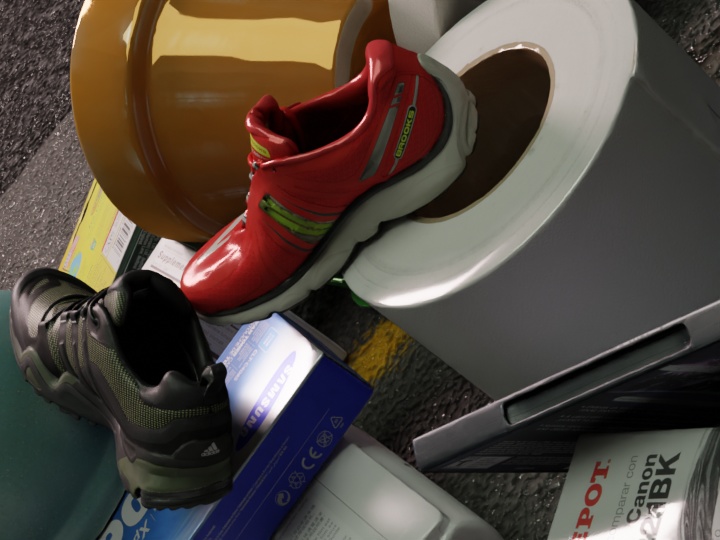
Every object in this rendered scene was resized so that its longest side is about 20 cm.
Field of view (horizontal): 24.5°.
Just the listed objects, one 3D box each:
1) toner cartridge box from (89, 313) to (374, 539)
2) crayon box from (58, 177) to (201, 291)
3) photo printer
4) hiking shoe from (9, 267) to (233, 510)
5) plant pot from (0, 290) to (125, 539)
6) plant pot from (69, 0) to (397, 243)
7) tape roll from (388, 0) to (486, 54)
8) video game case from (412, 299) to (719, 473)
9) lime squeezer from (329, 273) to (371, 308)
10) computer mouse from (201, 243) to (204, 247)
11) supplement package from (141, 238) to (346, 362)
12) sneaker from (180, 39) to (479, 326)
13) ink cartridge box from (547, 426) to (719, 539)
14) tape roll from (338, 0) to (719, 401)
[{"bbox_3d":[-0.082,0.120,0.907,0.201,0.043,0.095,-55,31,-1],"label":"toner cartridge box"},{"bbox_3d":[-0.167,-0.019,1.196,0.128,0.050,0.200,-66,22,6],"label":"crayon box"},{"bbox_3d":[-0.023,0.171,0.885,0.167,0.069,0.200,-56,29,-4],"label":"photo printer"},{"bbox_3d":[-0.122,0.036,0.878,0.200,0.075,0.102,38,124,40],"label":"hiking shoe"},{"bbox_3d":[-0.235,0.091,0.982,0.200,0.134,0.201,-37,32,28],"label":"plant pot"},{"bbox_3d":[-0.042,-0.114,1.006,0.182,0.200,0.202,4,61,40],"label":"plant pot"},{"bbox_3d":[0.090,-0.186,0.966,0.037,0.203,0.204,16,71,38],"label":"tape roll"},{"bbox_3d":[0.140,0.049,0.720,0.199,0.142,0.019,-30,66,36],"label":"video game case"},{"bbox_3d":[0.000,0.000,1.039,0.200,0.070,0.038,147,134,-72],"label":"lime squeezer"},{"bbox_3d":[-0.055,-0.051,1.145,0.200,0.044,0.110,-45,48,0],"label":"computer mouse"},{"bbox_3d":[-0.121,0.097,1.059,0.201,0.109,0.114,-57,30,-5],"label":"supplement package"},{"bbox_3d":[-0.032,-0.049,0.833,0.200,0.085,0.077,-38,32,29],"label":"sneaker"},{"bbox_3d":[0.160,0.141,0.644,0.199,0.083,0.145,-11,51,50],"label":"ink cartridge box"},{"bbox_3d":[0.102,-0.033,0.852,0.202,0.139,0.204,-36,34,29],"label":"tape roll"}]
